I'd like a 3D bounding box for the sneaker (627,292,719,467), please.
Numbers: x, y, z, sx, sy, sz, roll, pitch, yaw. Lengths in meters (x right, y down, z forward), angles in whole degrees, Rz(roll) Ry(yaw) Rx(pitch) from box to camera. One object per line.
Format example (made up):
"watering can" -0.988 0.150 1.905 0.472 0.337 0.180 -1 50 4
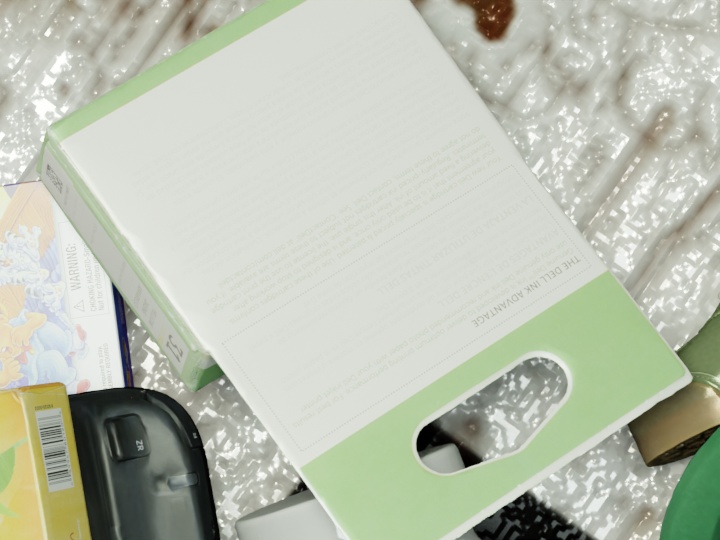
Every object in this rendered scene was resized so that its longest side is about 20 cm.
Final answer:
"sneaker" 0.176 -0.009 1.053 0.200 0.067 0.090 -26 77 3

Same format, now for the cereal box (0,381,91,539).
"cereal box" -0.186 0.124 1.005 0.199 0.040 0.145 -9 89 21

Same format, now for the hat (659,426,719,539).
"hat" 0.230 0.090 1.062 0.199 0.176 0.166 -4 104 26

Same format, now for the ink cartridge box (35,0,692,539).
"ink cartridge box" 0.000 0.000 1.016 0.145 0.048 0.200 -31 78 -22

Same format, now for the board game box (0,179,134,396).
"board game box" -0.147 0.072 1.056 0.134 0.045 0.201 -8 90 0

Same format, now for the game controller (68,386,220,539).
"game controller" -0.094 0.144 1.020 0.104 0.042 0.201 -9 89 14

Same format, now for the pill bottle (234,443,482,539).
"pill bottle" 0.028 0.169 1.022 0.113 0.113 0.201 -19 89 0
